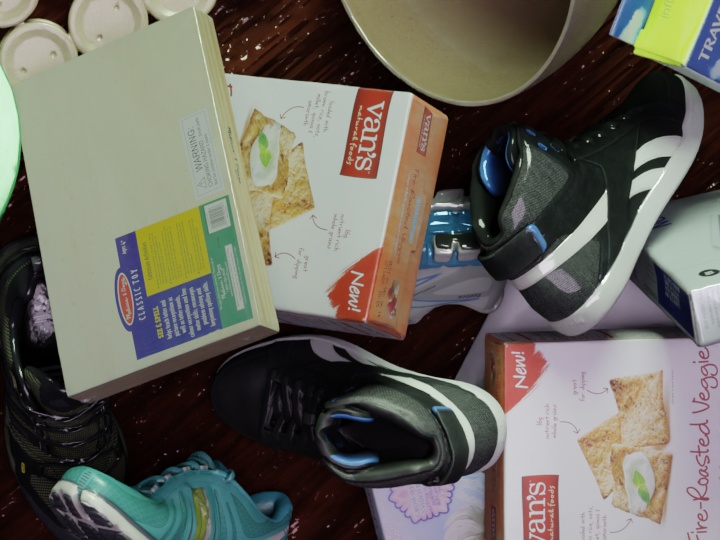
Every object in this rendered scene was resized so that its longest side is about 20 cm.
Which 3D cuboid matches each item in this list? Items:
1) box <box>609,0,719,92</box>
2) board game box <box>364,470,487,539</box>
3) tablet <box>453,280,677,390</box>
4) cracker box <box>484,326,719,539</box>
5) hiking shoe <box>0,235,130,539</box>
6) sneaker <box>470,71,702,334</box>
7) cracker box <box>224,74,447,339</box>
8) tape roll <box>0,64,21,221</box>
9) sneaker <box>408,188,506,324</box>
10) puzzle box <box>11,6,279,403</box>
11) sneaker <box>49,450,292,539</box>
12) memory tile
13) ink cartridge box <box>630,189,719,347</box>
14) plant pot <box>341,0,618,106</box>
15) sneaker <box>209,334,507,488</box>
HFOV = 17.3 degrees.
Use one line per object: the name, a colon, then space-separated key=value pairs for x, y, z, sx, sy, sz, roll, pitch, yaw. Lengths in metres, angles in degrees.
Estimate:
box: x=0.240 y=-0.166 z=1.444 sx=0.199 sy=0.047 sz=0.123 roll=17 pitch=96 yaw=-51
board game box: x=0.115 y=0.184 z=1.517 sx=0.198 sy=0.041 sz=0.202 roll=-16 pitch=99 yaw=-8
tablet: x=0.121 y=0.090 z=1.534 sx=0.129 sy=0.014 sz=0.201 roll=27 pitch=93 yaw=-12
cracker box: x=0.177 y=0.105 z=1.468 sx=0.198 sy=0.058 sz=0.135 roll=-2 pitch=96 yaw=-9
hiking shoe: x=-0.186 y=0.083 z=1.440 sx=0.075 sy=0.101 sz=0.202 roll=-15 pitch=100 yaw=-6
sneaker: x=0.133 y=-0.071 z=1.433 sx=0.112 sy=0.073 sz=0.201 roll=40 pitch=54 yaw=-20
cracker box: x=-0.059 y=-0.042 z=1.395 sx=0.198 sy=0.058 sz=0.135 roll=7 pitch=81 yaw=26
tape roll: x=-0.300 y=-0.074 z=1.385 sx=0.199 sy=0.048 sz=0.202 roll=5 pitch=69 yaw=-14
sneaker: x=0.000 y=0.000 z=1.478 sx=0.198 sy=0.075 sz=0.087 roll=4 pitch=130 yaw=3
puzzle box: x=-0.127 y=-0.037 z=1.372 sx=0.132 sy=0.025 sz=0.202 roll=-20 pitch=70 yaw=21
sneaker: x=-0.113 y=0.147 z=1.446 sx=0.200 sy=0.077 sz=0.080 roll=28 pitch=80 yaw=-51
memory tile: x=-0.155 y=-0.209 z=1.449 sx=0.199 sy=0.017 sz=0.154 roll=-28 pitch=101 yaw=-4
ink cartridge box: x=0.269 y=-0.018 z=1.447 sx=0.198 sy=0.200 sz=0.041 roll=-12 pitch=106 yaw=-6
plant pot: x=0.092 y=-0.213 z=1.417 sx=0.134 sy=0.199 sz=0.202 roll=-24 pitch=103 yaw=-42
sneaker: x=-0.022 y=0.083 z=1.418 sx=0.198 sy=0.112 sz=0.074 roll=8 pitch=96 yaw=26
